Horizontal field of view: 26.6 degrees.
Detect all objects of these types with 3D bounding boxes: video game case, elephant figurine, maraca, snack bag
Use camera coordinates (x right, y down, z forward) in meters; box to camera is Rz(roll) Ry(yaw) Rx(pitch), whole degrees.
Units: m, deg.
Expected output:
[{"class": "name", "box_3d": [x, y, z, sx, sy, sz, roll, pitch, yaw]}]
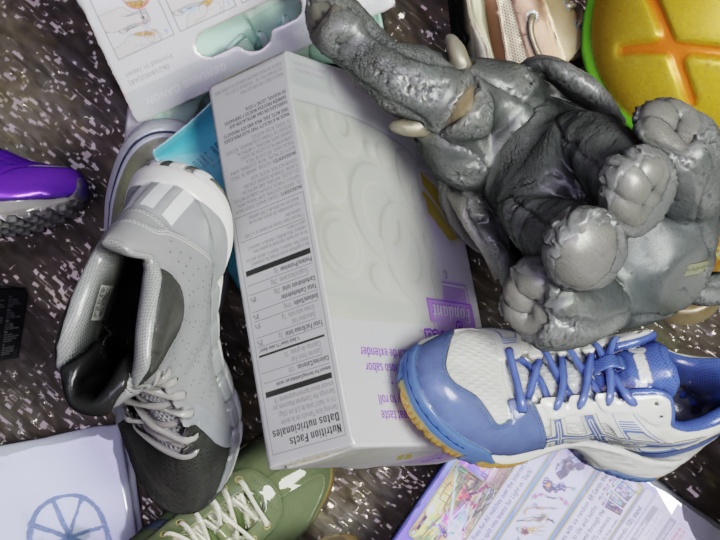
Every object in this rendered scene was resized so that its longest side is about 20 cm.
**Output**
[{"class": "video game case", "box_3d": [0.098, 0.191, 0.856, 0.181, 0.045, 0.201, 35, 90, 3]}, {"class": "elephant figurine", "box_3d": [0.083, -0.061, 0.772, 0.141, 0.156, 0.200, -29, 48, -25]}, {"class": "maraca", "box_3d": [0.205, -0.155, 0.814, 0.137, 0.107, 0.200, 39, 90, 13]}, {"class": "snack bag", "box_3d": [-0.218, 0.198, 0.885, 0.198, 0.021, 0.191, -10, 89, 0]}]

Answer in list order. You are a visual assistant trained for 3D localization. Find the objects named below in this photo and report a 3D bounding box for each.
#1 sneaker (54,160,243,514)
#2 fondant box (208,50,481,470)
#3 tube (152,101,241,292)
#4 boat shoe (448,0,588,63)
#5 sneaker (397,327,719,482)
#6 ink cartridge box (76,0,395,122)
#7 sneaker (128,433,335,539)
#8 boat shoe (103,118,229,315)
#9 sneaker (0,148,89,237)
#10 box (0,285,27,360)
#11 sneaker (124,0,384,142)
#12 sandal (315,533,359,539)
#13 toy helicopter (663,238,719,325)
[{"class": "sneaker", "box_3d": [-0.111, 0.056, 0.741, 0.074, 0.116, 0.202, 8, 119, 15]}, {"class": "fondant box", "box_3d": [0.000, 0.000, 0.799, 0.058, 0.144, 0.202, -18, 75, 33]}, {"class": "tube", "box_3d": [-0.041, 0.000, 0.836, 0.050, 0.078, 0.201, -17, 112, 37]}, {"class": "boat shoe", "box_3d": [0.090, -0.128, 0.858, 0.073, 0.076, 0.202, -4, 96, -2]}, {"class": "sneaker", "box_3d": [0.112, 0.054, 0.771, 0.199, 0.088, 0.076, 9, 57, -35]}, {"class": "ink cartridge box", "box_3d": [-0.093, -0.205, 0.811, 0.161, 0.057, 0.201, -24, 113, 2]}, {"class": "sneaker", "box_3d": [-0.092, 0.162, 0.834, 0.200, 0.090, 0.067, -37, 92, -7]}, {"class": "boat shoe", "box_3d": [-0.103, 0.019, 0.837, 0.071, 0.062, 0.202, -3, 108, -9]}, {"class": "sneaker", "box_3d": [-0.254, -0.073, 0.873, 0.198, 0.070, 0.101, 2, 86, 3]}, {"class": "box", "box_3d": [-0.282, 0.021, 0.807, 0.160, 0.200, 0.050, 10, 91, 4]}, {"class": "sneaker", "box_3d": [-0.051, -0.118, 0.857, 0.117, 0.074, 0.202, 24, 87, 10]}, {"class": "sandal", "box_3d": [-0.069, 0.223, 0.840, 0.200, 0.080, 0.054, -42, 70, -5]}, {"class": "toy helicopter", "box_3d": [0.234, -0.041, 0.837, 0.199, 0.079, 0.133, -31, 64, -9]}]
